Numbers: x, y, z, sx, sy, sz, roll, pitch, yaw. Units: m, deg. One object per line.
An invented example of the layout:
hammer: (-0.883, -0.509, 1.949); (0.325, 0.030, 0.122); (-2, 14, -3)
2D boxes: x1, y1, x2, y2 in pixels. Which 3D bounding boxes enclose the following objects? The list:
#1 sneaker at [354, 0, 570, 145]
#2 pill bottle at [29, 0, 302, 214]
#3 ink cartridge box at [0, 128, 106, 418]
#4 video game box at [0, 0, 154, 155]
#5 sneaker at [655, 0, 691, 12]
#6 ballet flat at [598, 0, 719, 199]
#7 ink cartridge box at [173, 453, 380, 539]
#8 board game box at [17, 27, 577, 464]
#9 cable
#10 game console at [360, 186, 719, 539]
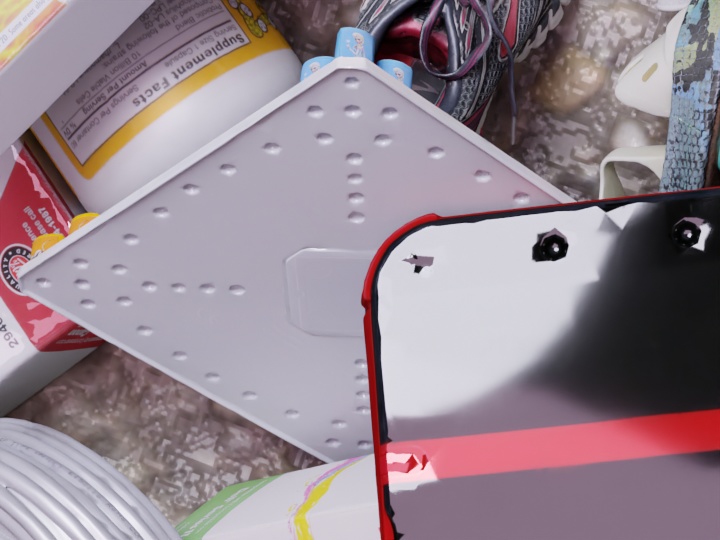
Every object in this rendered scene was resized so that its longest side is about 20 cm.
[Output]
sneaker: (0.042, -0.109, 1.122); (0.080, 0.075, 0.201); (16, 64, 7)
pill bottle: (-0.093, -0.089, 1.165); (0.113, 0.113, 0.200); (-37, 83, 12)
ink cartridge box: (-0.208, 0.007, 1.210); (0.200, 0.084, 0.145); (-37, 82, 13)
video game box: (-0.139, -0.167, 1.072); (0.200, 0.047, 0.182); (-44, 60, 8)
sneaker: (0.212, -0.084, 1.120); (0.200, 0.075, 0.089); (37, 109, 18)
ballet flat: (0.130, -0.050, 1.108); (0.074, 0.074, 0.201); (14, 117, 13)
ink cartridge box: (0.018, 0.137, 1.115); (0.200, 0.067, 0.117); (-17, 101, 41)
board game box: (0.000, 0.000, 1.091); (0.200, 0.200, 0.026); (-31, 42, 37)
cable: (-0.133, 0.157, 1.159); (0.200, 0.069, 0.201); (2, 114, 45)
game console: (0.103, 0.058, 1.000); (0.199, 0.031, 0.178); (-6, 80, 7)
